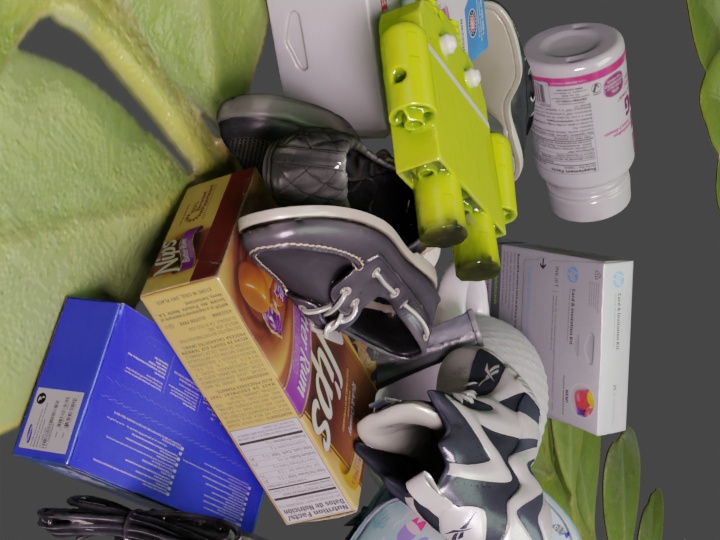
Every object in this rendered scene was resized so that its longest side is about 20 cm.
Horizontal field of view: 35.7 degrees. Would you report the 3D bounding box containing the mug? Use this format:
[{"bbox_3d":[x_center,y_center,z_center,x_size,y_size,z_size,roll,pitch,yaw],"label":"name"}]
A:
[{"bbox_3d":[0.090,0.089,0.969,0.175,0.147,0.201,-40,129,-65],"label":"mug"}]

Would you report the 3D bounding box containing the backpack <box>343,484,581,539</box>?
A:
[{"bbox_3d":[0.067,0.234,0.821,0.200,0.177,0.151,-54,155,-11],"label":"backpack"}]

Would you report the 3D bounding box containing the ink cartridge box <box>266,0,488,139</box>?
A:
[{"bbox_3d":[0.018,-0.202,0.847,0.200,0.084,0.145,-45,133,-48],"label":"ink cartridge box"}]

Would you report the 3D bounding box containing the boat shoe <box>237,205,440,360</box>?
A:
[{"bbox_3d":[-0.005,0.011,0.683,0.200,0.072,0.063,27,57,-58],"label":"boat shoe"}]

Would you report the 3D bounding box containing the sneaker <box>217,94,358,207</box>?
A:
[{"bbox_3d":[-0.037,-0.040,0.765,0.199,0.076,0.115,46,48,-61],"label":"sneaker"}]

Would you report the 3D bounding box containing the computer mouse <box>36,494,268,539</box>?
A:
[{"bbox_3d":[-0.083,0.173,0.667,0.200,0.138,0.053,55,48,-50],"label":"computer mouse"}]

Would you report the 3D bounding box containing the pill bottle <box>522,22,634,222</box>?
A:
[{"bbox_3d":[0.245,-0.162,1.246,0.113,0.113,0.201,-54,140,-43],"label":"pill bottle"}]

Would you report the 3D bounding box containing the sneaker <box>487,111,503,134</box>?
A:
[{"bbox_3d":[0.075,-0.094,0.980,0.199,0.076,0.115,22,69,-66],"label":"sneaker"}]

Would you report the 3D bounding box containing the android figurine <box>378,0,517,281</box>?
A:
[{"bbox_3d":[0.059,-0.098,0.753,0.182,0.041,0.201,40,41,-54],"label":"android figurine"}]

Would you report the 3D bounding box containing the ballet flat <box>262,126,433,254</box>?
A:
[{"bbox_3d":[0.011,-0.041,0.709,0.200,0.057,0.067,16,86,-58],"label":"ballet flat"}]

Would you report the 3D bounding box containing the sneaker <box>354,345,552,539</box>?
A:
[{"bbox_3d":[0.054,0.099,0.749,0.129,0.079,0.200,40,32,-28],"label":"sneaker"}]

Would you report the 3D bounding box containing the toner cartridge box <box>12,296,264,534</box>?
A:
[{"bbox_3d":[-0.119,0.097,0.687,0.200,0.043,0.095,45,56,-55],"label":"toner cartridge box"}]

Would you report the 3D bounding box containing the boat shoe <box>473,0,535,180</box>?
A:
[{"bbox_3d":[0.133,-0.180,1.077,0.066,0.074,0.200,-60,144,-41],"label":"boat shoe"}]

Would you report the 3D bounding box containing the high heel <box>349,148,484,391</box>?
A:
[{"bbox_3d":[0.000,0.000,0.896,0.071,0.142,0.201,64,5,-63],"label":"high heel"}]

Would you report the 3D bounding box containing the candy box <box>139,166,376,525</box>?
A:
[{"bbox_3d":[-0.055,0.050,0.710,0.117,0.056,0.200,-79,150,-52],"label":"candy box"}]

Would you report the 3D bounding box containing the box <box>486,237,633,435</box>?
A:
[{"bbox_3d":[0.169,0.055,1.059,0.041,0.200,0.157,-4,99,-32],"label":"box"}]
